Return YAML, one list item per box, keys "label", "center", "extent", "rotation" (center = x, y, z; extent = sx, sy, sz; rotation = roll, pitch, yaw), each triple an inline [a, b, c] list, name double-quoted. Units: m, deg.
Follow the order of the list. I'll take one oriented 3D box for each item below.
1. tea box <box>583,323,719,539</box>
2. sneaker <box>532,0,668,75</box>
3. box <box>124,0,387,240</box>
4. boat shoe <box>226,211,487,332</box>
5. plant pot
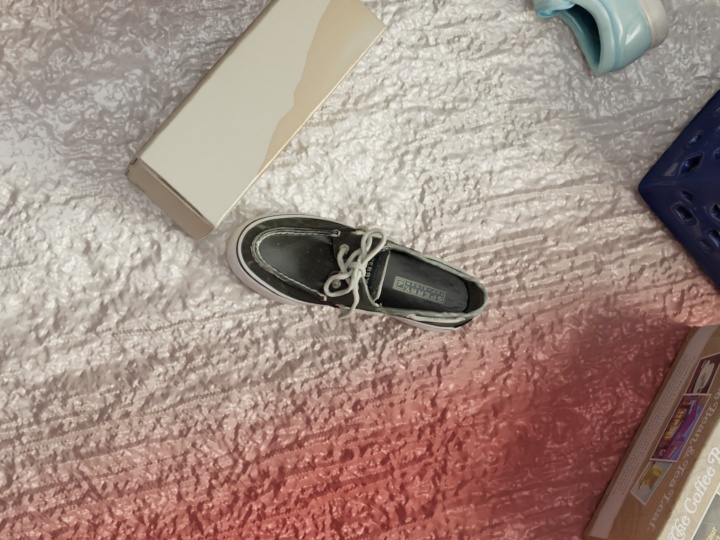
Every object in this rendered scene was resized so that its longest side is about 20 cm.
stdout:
- label: "tea box"
  center: [0.316, 0.172, 1.209]
  extent: [0.196, 0.134, 0.201]
  rotation: [34, 78, -10]
- label: "sneaker"
  center: [0.162, -0.245, 1.237]
  extent: [0.082, 0.074, 0.201]
  rotation: [-38, 94, -18]
- label: "box"
  center: [-0.079, -0.125, 1.154]
  extent: [0.078, 0.095, 0.200]
  rotation: [41, 78, -8]
- label: "boat shoe"
  center: [-0.001, 0.003, 1.175]
  extent: [0.198, 0.068, 0.074]
  rotation: [21, 80, -12]
- label: "plant pot"
  center: [0.369, -0.069, 1.215]
  extent: [0.200, 0.180, 0.200]
  rotation: [46, 79, -8]
